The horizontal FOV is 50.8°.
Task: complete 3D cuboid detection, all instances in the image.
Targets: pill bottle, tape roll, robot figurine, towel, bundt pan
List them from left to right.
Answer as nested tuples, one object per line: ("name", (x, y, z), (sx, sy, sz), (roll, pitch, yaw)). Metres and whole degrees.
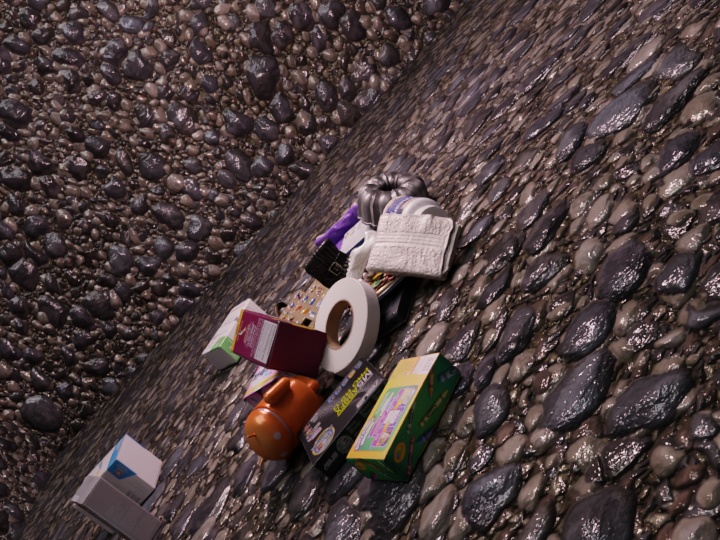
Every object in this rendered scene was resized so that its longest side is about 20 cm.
("robot figurine", (-0.154, 0.299, 1.522), (0.200, 0.116, 0.144), (-45, -7, -43))
("tape roll", (-0.032, 0.119, 1.606), (0.201, 0.036, 0.207), (-29, 53, 46))
("bundt pan", (0.080, -0.192, 1.926), (0.197, 0.077, 0.203), (-10, 30, 6))
("towel", (0.108, -0.051, 1.581), (0.196, 0.034, 0.135), (5, 69, 33))
("pill bottle", (0.129, -0.110, 1.726), (0.112, 0.111, 0.200), (-50, 18, -6))

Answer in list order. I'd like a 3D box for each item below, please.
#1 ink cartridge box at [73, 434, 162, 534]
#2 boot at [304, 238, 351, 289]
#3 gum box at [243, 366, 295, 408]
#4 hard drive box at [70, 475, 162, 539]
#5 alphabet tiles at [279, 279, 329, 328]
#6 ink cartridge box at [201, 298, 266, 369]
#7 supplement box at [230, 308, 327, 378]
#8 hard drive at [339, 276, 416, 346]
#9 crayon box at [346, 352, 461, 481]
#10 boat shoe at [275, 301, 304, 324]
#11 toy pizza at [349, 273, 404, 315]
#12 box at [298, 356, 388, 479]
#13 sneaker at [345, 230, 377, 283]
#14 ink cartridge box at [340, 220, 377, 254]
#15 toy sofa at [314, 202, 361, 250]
("ink cartridge box", (-0.702, 0.619, 2.202), (0.200, 0.147, 0.145), (-45, 17, 8))
("boot", (-0.024, -0.030, 1.835), (0.211, 0.158, 0.079), (-46, -7, 10))
("gum box", (-0.194, 0.258, 1.828), (0.199, 0.066, 0.114), (-35, 21, 40))
("hard drive box", (-0.617, 0.608, 1.917), (0.077, 0.200, 0.155), (-56, 18, -28))
("alphabet tiles", (-0.137, 0.098, 2.039), (0.165, 0.008, 0.201), (15, 63, 49))
("ink cartridge box", (-0.407, 0.207, 2.458), (0.145, 0.084, 0.202), (-26, 28, 53))
("supplement box", (-0.183, 0.158, 1.664), (0.198, 0.129, 0.106), (11, 84, 56))
("hard drive", (0.033, 0.103, 1.643), (0.199, 0.033, 0.141), (-37, 20, 35))
("crayon box", (0.070, 0.234, 1.217), (0.118, 0.058, 0.202), (-21, 32, 58))
("boat shoe", (-0.202, 0.139, 2.116), (0.072, 0.068, 0.200), (-46, 20, 3))
("toy pizza", (0.046, 0.026, 1.675), (0.199, 0.032, 0.200), (-41, 6, 5))
("box", (-0.026, 0.268, 1.413), (0.201, 0.044, 0.160), (-50, 16, -3))
("sneaker", (0.000, 0.000, 1.762), (0.202, 0.081, 0.075), (-57, -21, 11))
("ink cartridge box", (0.017, -0.079, 2.009), (0.199, 0.076, 0.137), (-38, 20, 27))
("toy sofa", (-0.045, -0.091, 2.160), (0.199, 0.097, 0.083), (-40, 18, 25))
